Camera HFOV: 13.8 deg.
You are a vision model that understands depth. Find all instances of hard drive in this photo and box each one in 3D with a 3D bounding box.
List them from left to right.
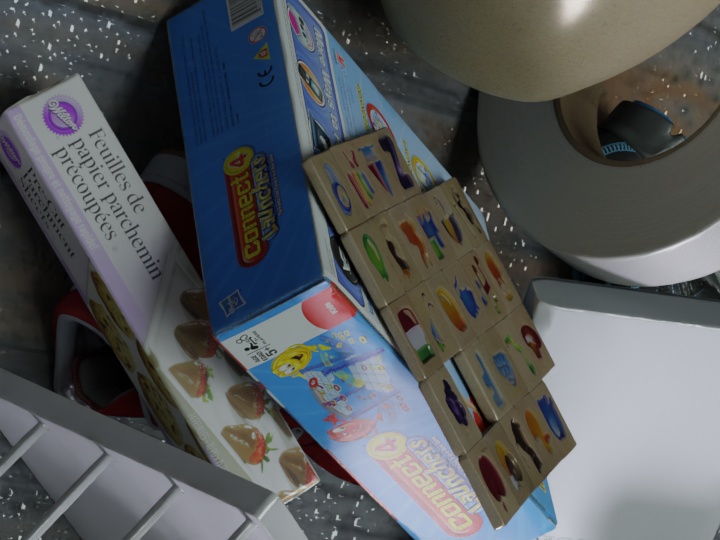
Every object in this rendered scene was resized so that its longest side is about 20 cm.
[{"bbox_3d":[0.118,0.097,1.451,0.131,0.027,0.200,7,125,-15],"label":"hard drive"}]

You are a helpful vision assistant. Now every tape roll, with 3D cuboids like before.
[{"bbox_3d":[0.145,-0.091,1.405,0.037,0.202,0.203,31,78,-46],"label":"tape roll"}]

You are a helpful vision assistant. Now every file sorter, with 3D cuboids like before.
[{"bbox_3d":[-0.106,0.149,1.223,0.125,0.200,0.139,-47,130,-20],"label":"file sorter"}]

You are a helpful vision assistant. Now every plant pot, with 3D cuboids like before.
[{"bbox_3d":[0.078,-0.157,1.351,0.200,0.200,0.135,-4,131,-44],"label":"plant pot"}]

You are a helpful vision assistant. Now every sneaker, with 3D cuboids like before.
[{"bbox_3d":[-0.063,0.054,1.328,0.113,0.071,0.200,-54,125,-26],"label":"sneaker"},{"bbox_3d":[0.150,0.008,1.543,0.082,0.073,0.200,-36,120,-13],"label":"sneaker"}]

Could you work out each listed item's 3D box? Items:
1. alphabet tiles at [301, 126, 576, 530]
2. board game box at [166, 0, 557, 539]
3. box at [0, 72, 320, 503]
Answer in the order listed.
[{"bbox_3d":[0.040,0.015,1.283,0.168,0.008,0.200,62,16,0],"label":"alphabet tiles"},{"bbox_3d":[0.000,0.000,1.296,0.056,0.200,0.196,-28,133,16],"label":"board game box"},{"bbox_3d":[-0.087,0.015,1.241,0.039,0.041,0.200,-30,89,-24],"label":"box"}]
